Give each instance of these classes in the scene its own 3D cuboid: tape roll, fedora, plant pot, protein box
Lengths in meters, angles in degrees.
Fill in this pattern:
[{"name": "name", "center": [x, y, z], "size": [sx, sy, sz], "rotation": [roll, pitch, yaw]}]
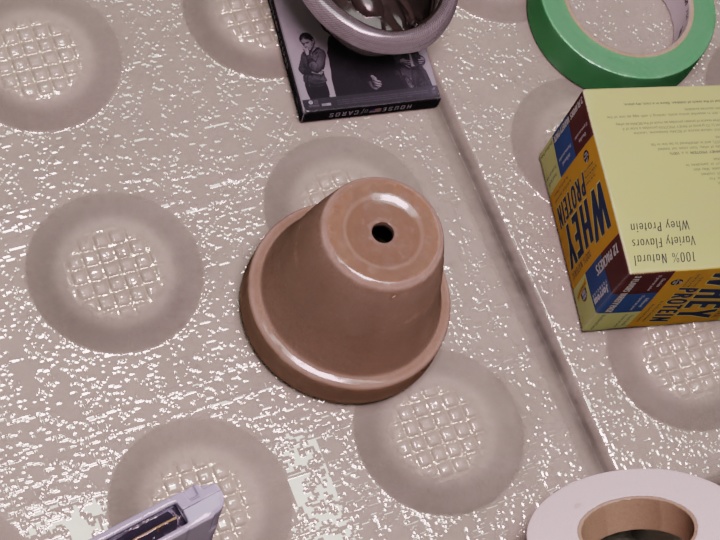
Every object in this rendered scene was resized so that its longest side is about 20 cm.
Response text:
[{"name": "tape roll", "center": [0.247, 0.243, 1.598], "size": [0.202, 0.037, 0.203], "rotation": [-7, 24, 3]}, {"name": "fedora", "center": [0.004, -0.295, 1.807], "size": [0.177, 0.090, 0.200], "rotation": [-39, 85, -24]}, {"name": "tape roll", "center": [0.279, -0.281, 1.922], "size": [0.200, 0.048, 0.201], "rotation": [5, 65, -11]}, {"name": "plant pot", "center": [0.000, 0.000, 1.647], "size": [0.200, 0.175, 0.201], "rotation": [5, 63, -11]}, {"name": "protein box", "center": [0.308, -0.063, 1.775], "size": [0.198, 0.135, 0.200], "rotation": [-4, 66, -17]}]

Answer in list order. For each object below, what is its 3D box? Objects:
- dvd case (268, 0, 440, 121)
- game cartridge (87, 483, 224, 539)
[{"name": "dvd case", "center": [-0.013, -0.252, 1.847], "size": [0.150, 0.025, 0.200], "rotation": [-8, 67, -17]}, {"name": "game cartridge", "center": [-0.208, 0.252, 1.495], "size": [0.200, 0.133, 0.041], "rotation": [-26, 74, -24]}]
